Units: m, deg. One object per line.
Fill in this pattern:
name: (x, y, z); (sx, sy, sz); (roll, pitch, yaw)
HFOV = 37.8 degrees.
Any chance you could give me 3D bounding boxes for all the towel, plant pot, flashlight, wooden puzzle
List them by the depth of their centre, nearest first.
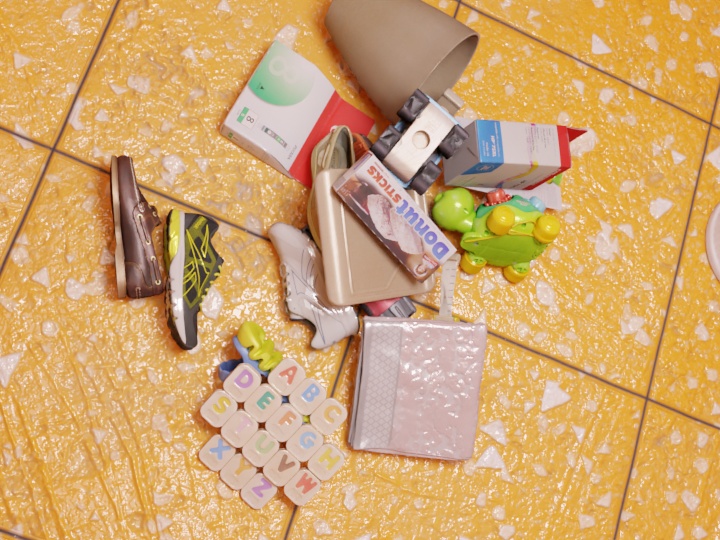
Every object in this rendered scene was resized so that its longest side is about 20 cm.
wooden puzzle: (0.019, -0.051, 1.500); (0.198, 0.037, 0.188); (-7, 90, -42)
towel: (0.083, 0.169, 1.514); (0.188, 0.032, 0.203); (5, 99, -9)
flashlight: (0.000, 0.000, 1.555); (0.068, 0.068, 0.201); (-37, 86, 17)
plant pot: (0.046, -0.344, 1.595); (0.200, 0.188, 0.187); (41, 69, 9)

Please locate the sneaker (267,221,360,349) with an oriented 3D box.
sneaker: (-0.081, 0.022, 1.521); (0.087, 0.075, 0.201); (-31, 88, -15)

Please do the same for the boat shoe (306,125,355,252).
boat shoe: (-0.032, -0.113, 1.523); (0.072, 0.063, 0.203); (14, 58, -24)

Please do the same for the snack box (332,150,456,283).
snack box: (0.049, -0.072, 1.465); (0.072, 0.024, 0.200); (-43, 119, 2)

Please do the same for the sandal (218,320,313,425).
sandal: (-0.127, 0.170, 1.480); (0.087, 0.080, 0.201); (-36, 96, 10)

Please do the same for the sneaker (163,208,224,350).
sneaker: (-0.230, 0.010, 1.474); (0.083, 0.074, 0.203); (0, 78, -17)

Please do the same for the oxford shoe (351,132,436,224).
oxford shoe: (0.044, -0.126, 1.601); (0.073, 0.071, 0.201); (-35, 97, -38)

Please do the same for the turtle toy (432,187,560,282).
turtle toy: (0.203, -0.069, 1.601); (0.197, 0.146, 0.102); (11, 53, -15)

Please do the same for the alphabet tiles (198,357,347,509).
alphabet tiles: (-0.121, 0.226, 1.442); (0.200, 0.015, 0.196); (43, 99, -5)

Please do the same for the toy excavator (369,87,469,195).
toy excavator: (0.092, -0.200, 1.532); (0.100, 0.200, 0.195); (39, 83, -4)

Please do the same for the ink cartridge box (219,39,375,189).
ink cartridge box: (-0.088, -0.224, 1.584); (0.199, 0.050, 0.162); (31, 71, -6)

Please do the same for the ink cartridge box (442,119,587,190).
ink cartridge box: (0.234, -0.171, 1.579); (0.197, 0.116, 0.068); (1, 77, -23)

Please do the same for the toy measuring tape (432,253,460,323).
toy measuring tape: (0.139, 0.076, 1.564); (0.072, 0.073, 0.203); (4, 93, -16)

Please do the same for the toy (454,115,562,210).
toy: (0.226, -0.163, 1.667); (0.197, 0.047, 0.117); (10, 69, -20)

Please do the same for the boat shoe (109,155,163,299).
boat shoe: (-0.312, -0.061, 1.468); (0.069, 0.070, 0.203); (-5, 88, -11)

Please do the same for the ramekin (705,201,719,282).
ramekin: (0.686, -0.048, 1.758); (0.199, 0.094, 0.206); (3, 78, -16)
